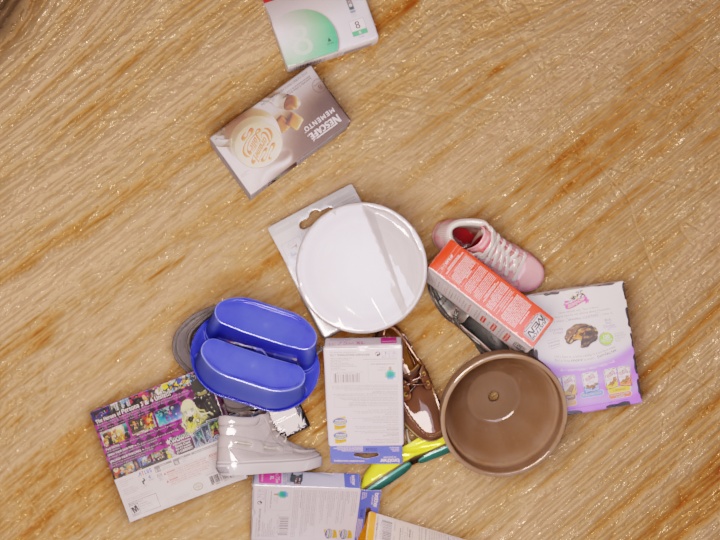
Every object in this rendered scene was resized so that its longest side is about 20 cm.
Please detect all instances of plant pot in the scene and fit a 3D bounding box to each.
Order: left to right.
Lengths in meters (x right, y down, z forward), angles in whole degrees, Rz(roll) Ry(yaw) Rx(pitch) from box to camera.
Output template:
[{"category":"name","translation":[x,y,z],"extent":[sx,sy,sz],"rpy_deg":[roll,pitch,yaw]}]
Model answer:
[{"category":"plant pot","translation":[0.217,0.212,1.702],"extent":[0.199,0.093,0.203],"rpy_deg":[-1,105,-3]}]

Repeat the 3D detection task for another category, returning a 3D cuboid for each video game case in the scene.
[{"category":"video game case","translation":[-0.291,0.265,1.661],"extent":[0.199,0.036,0.183],"rpy_deg":[-22,88,4]}]

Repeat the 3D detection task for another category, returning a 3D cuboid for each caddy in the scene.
[{"category":"caddy","translation":[-0.156,0.128,1.627],"extent":[0.198,0.105,0.142],"rpy_deg":[18,64,-2]}]

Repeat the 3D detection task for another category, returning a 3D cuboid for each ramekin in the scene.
[{"category":"ramekin","translation":[0.000,0.000,1.682],"extent":[0.200,0.094,0.204],"rpy_deg":[0,84,-3]}]

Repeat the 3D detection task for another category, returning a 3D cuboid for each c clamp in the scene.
[{"category":"c clamp","translation":[-0.186,0.126,1.690],"extent":[0.200,0.027,0.171],"rpy_deg":[39,86,2]}]

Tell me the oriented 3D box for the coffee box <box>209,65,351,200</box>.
[{"category":"coffee box","translation":[-0.128,-0.218,1.731],"extent":[0.199,0.080,0.115],"rpy_deg":[-36,91,-6]}]

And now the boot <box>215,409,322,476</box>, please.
[{"category":"boot","translation":[-0.133,0.256,1.641],"extent":[0.199,0.073,0.097],"rpy_deg":[7,80,-49]}]

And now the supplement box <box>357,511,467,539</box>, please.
[{"category":"supplement box","translation":[0.086,0.468,1.693],"extent":[0.198,0.074,0.127],"rpy_deg":[18,121,-5]}]

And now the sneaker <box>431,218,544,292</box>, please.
[{"category":"sneaker","translation":[0.213,-0.024,1.745],"extent":[0.199,0.105,0.076],"rpy_deg":[26,83,-5]}]

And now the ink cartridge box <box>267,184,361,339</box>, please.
[{"category":"ink cartridge box","translation":[-0.036,-0.013,1.752],"extent":[0.159,0.047,0.201],"rpy_deg":[-28,84,-6]}]

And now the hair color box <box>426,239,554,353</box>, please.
[{"category":"hair color box","translation":[0.197,0.044,1.684],"extent":[0.200,0.102,0.061],"rpy_deg":[39,80,7]}]

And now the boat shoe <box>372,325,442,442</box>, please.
[{"category":"boat shoe","translation":[0.075,0.177,1.717],"extent":[0.072,0.068,0.201],"rpy_deg":[-24,76,-11]}]

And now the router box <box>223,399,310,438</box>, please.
[{"category":"router box","translation":[-0.199,0.224,1.714],"extent":[0.199,0.051,0.150],"rpy_deg":[-26,88,-7]}]

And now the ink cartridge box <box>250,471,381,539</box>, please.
[{"category":"ink cartridge box","translation":[-0.072,0.370,1.698],"extent":[0.198,0.042,0.120],"rpy_deg":[4,123,-4]}]

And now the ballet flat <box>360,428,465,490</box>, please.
[{"category":"ballet flat","translation":[0.076,0.289,1.740],"extent":[0.199,0.067,0.067],"rpy_deg":[-26,69,-9]}]

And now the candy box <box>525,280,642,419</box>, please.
[{"category":"candy box","translation":[0.354,0.127,1.767],"extent":[0.166,0.072,0.202],"rpy_deg":[-8,88,-6]}]

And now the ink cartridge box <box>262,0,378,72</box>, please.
[{"category":"ink cartridge box","translation":[-0.077,-0.442,1.767],"extent":[0.160,0.050,0.202],"rpy_deg":[-19,91,-7]}]

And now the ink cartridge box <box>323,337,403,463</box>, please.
[{"category":"ink cartridge box","translation":[0.007,0.201,1.672],"extent":[0.118,0.042,0.202],"rpy_deg":[-1,108,3]}]

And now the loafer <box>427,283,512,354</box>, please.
[{"category":"loafer","translation":[0.188,0.078,1.756],"extent":[0.072,0.063,0.200],"rpy_deg":[-41,92,-6]}]
